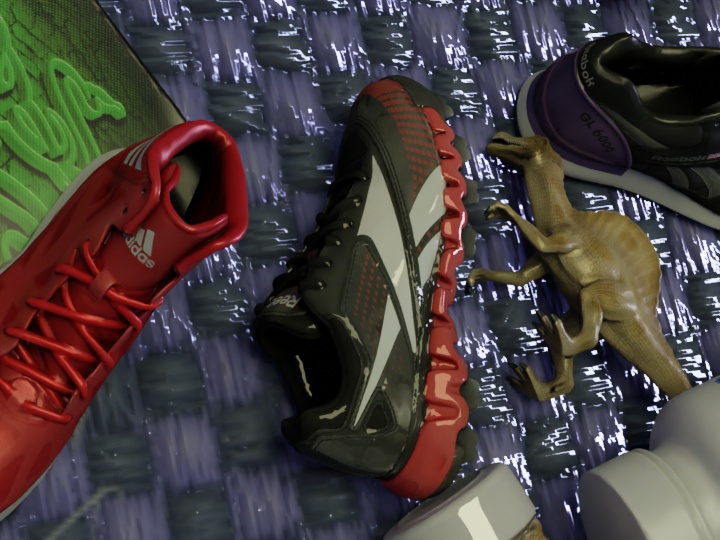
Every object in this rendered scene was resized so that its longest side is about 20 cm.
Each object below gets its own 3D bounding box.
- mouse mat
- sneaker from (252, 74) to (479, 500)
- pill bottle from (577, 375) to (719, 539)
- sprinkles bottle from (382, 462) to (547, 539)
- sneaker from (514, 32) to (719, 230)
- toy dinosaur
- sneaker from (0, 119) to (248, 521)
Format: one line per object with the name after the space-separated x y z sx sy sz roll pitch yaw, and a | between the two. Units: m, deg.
-0.187 -0.099 0.693 0.161 0.008 0.201 -38 92 -31 | mouse mat
0.000 0.000 0.713 0.097 0.071 0.203 9 70 -25 | sneaker
0.208 0.094 0.749 0.198 0.112 0.113 -22 83 -14 | pill bottle
0.088 0.186 0.694 0.068 0.068 0.201 -31 88 -31 | sprinkles bottle
0.186 -0.073 0.819 0.198 0.087 0.077 8 69 -24 | sneaker
0.117 0.018 0.772 0.101 0.058 0.201 -33 89 -32 | toy dinosaur
-0.116 0.012 0.624 0.078 0.115 0.201 34 62 -15 | sneaker
